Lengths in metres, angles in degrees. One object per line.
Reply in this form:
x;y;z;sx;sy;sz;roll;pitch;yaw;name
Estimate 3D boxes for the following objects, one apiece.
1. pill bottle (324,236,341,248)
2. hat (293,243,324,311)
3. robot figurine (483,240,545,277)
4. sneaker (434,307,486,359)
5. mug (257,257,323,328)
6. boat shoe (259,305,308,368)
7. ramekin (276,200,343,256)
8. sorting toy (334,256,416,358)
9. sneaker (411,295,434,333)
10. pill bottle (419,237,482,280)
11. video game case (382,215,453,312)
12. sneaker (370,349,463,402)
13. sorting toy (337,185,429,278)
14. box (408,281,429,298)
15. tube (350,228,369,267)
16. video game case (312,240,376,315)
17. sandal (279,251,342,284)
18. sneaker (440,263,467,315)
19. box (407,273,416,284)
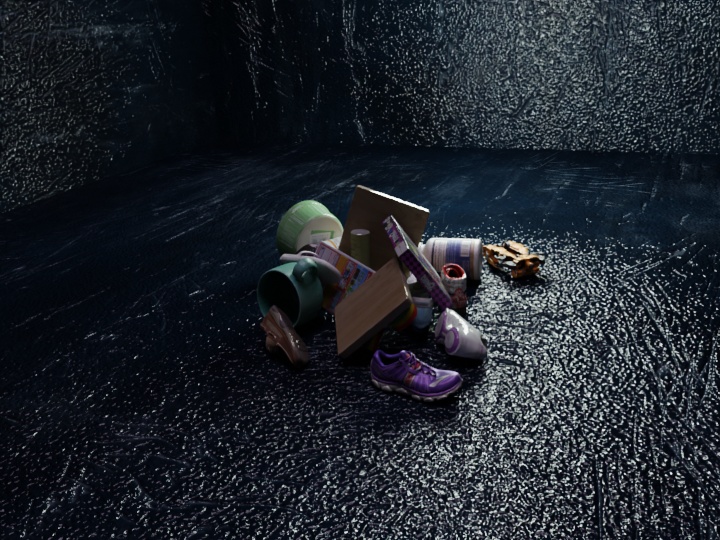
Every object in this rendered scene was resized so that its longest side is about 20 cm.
-0.060;-0.037;1.981;0.196;0.114;0.110;-16;24;-28;pill bottle
-0.112;0.033;1.838;0.194;0.206;0.081;-5;-24;11;hat
0.435;-0.033;1.950;0.141;0.060;0.200;-10;21;-15;robot figurine
0.224;0.149;1.540;0.097;0.077;0.201;17;16;-11;sneaker
-0.153;0.056;1.684;0.182;0.156;0.113;-14;4;40;mug
-0.177;0.163;1.567;0.072;0.076;0.200;-42;37;2;boat shoe
-0.142;-0.094;2.032;0.196;0.206;0.097;-17;31;-31;ramekin
0.039;0.096;1.558;0.199;0.070;0.200;-40;24;14;sorting toy
0.138;0.105;1.647;0.072;0.085;0.200;8;-2;9;sneaker
0.238;-0.032;1.911;0.194;0.114;0.111;2;22;17;pill bottle
0.136;-0.018;1.651;0.035;0.200;0.182;-36;30;9;video game case
0.107;0.204;1.373;0.194;0.086;0.081;6;23;23;sneaker
0.057;-0.098;1.774;0.195;0.204;0.070;19;21;1;sorting toy
0.080;0.072;1.733;0.194;0.039;0.042;-15;60;-14;box
0.000;0.000;1.748;0.050;0.206;0.058;2;19;6;tube
-0.060;0.030;1.729;0.198;0.146;0.017;30;6;35;video game case
-0.124;-0.020;1.735;0.198;0.083;0.050;13;56;35;sandal
0.229;0.027;1.764;0.065;0.111;0.202;-6;21;-6;sneaker
0.088;0.011;1.833;0.115;0.042;0.204;-4;55;-1;box
